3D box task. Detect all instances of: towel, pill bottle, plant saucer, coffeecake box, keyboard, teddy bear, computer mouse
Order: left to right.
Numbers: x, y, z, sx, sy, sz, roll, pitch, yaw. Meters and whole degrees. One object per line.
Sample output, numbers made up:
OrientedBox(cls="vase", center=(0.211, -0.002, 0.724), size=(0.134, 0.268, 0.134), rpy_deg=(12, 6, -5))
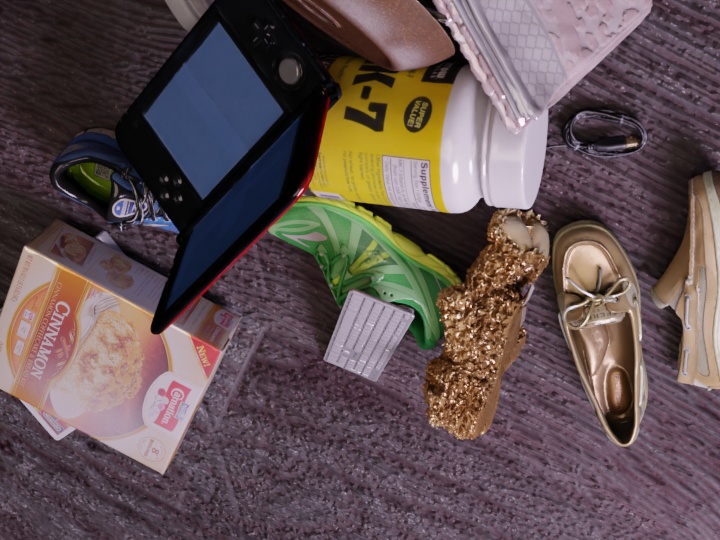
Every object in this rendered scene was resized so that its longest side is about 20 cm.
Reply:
OrientedBox(cls="coffeecake box", center=(-0.234, 0.072, 0.958), size=(0.198, 0.073, 0.155), rpy_deg=(28, 115, -3))
OrientedBox(cls="plant saucer", center=(-0.023, -0.198, 0.725), size=(0.199, 0.200, 0.037), rpy_deg=(35, 92, -6))
OrientedBox(cls="keyboard", center=(0.003, 0.060, 0.893), size=(0.055, 0.011, 0.200), rpy_deg=(17, 157, -2))
OrientedBox(cls="pill bottle", center=(0.042, -0.107, 0.805), size=(0.196, 0.114, 0.116), rpy_deg=(8, 116, 19))
OrientedBox(cls="teddy bear", center=(0.104, 0.039, 0.870), size=(0.066, 0.144, 0.203), rpy_deg=(22, 115, 23))
OrientedBox(cls="towel", center=(0.117, -0.230, 0.727), size=(0.032, 0.191, 0.201), rpy_deg=(-12, 118, 53))
OrientedBox(cls="computer mouse", center=(0.140, -0.094, 0.855), size=(0.196, 0.034, 0.060), rpy_deg=(-13, 110, 15))

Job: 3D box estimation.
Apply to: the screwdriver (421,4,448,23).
OrientedBox(cls="screwdriver", center=(0.026, -0.202, 0.750), size=(0.029, 0.200, 0.028), rpy_deg=(-7, 115, -24))

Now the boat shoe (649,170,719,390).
OrientedBox(cls="boat shoe", center=(0.282, 0.015, 0.861), size=(0.075, 0.072, 0.203), rpy_deg=(-2, 114, 24))

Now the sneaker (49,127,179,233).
OrientedBox(cls="sneaker", center=(-0.181, -0.060, 0.895), size=(0.196, 0.089, 0.080), rpy_deg=(16, 118, 7))

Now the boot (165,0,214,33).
OrientedBox(cls="boot", center=(-0.122, -0.290, 0.794), size=(0.094, 0.074, 0.203), rpy_deg=(-9, 111, 22))

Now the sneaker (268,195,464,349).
OrientedBox(cls="sneaker", center=(0.000, 0.000, 0.888), size=(0.198, 0.084, 0.074), rpy_deg=(30, 159, -3))

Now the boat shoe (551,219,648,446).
OrientedBox(cls="boat shoe", center=(0.215, 0.055, 0.891), size=(0.072, 0.063, 0.203), rpy_deg=(-15, 110, 17))

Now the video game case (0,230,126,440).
OrientedBox(cls="video game case", center=(-0.280, 0.069, 1.016), size=(0.198, 0.018, 0.144), rpy_deg=(-33, 104, 21))

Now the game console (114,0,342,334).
OrientedBox(cls="game console", center=(-0.117, -0.086, 0.753), size=(0.199, 0.118, 0.173), rpy_deg=(-39, 85, 33))
